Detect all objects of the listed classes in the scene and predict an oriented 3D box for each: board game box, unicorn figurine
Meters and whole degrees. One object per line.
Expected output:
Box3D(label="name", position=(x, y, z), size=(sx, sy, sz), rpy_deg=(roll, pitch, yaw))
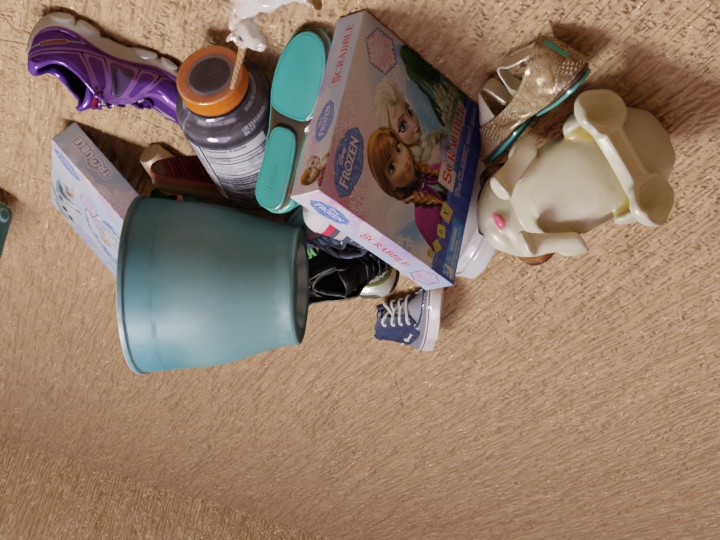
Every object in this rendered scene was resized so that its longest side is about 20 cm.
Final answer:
Box3D(label="board game box", position=(0.035, -0.114, 1.285), size=(0.041, 0.201, 0.199), rpy_deg=(-11, 148, 43))
Box3D(label="board game box", position=(-0.317, -0.065, 1.685), size=(0.200, 0.043, 0.199), rpy_deg=(48, 158, 6))
Box3D(label="unicorn figurine", position=(-0.097, -0.262, 1.203), size=(0.137, 0.074, 0.200), rpy_deg=(9, 144, 38))

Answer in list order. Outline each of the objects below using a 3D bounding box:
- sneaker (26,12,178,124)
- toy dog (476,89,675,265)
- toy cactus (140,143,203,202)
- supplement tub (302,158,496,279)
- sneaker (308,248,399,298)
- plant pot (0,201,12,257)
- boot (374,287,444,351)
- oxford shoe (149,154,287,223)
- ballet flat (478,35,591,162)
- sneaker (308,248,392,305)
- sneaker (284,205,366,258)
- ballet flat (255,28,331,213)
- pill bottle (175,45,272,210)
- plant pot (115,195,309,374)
Box3D(label="sneaker", position=(-0.266, -0.197, 1.421), size=(0.199, 0.084, 0.081), rpy_deg=(22, 156, -20))
Box3D(label="toy dog", position=(0.196, -0.086, 1.300), size=(0.200, 0.194, 0.140), rpy_deg=(-30, 99, 37))
Box3D(label="toy cactus", position=(-0.221, -0.087, 1.659), size=(0.199, 0.103, 0.165), rpy_deg=(5, 147, 43))
Box3D(label="supplement tub", position=(0.049, -0.080, 1.429), size=(0.199, 0.141, 0.140), rpy_deg=(20, 157, -12))
Box3D(label="sneaker", position=(-0.049, -0.021, 1.737), size=(0.199, 0.077, 0.089), rpy_deg=(3, 144, 12))
Box3D(label="plant pot", position=(-0.605, -0.044, 1.858), size=(0.199, 0.197, 0.196), rpy_deg=(-12, 146, 33))
Box3D(label="boot", position=(0.065, 0.065, 1.841), size=(0.090, 0.073, 0.200), rpy_deg=(8, 158, 1))
Box3D(label="oxford shoe", position=(-0.157, -0.084, 1.555), size=(0.199, 0.071, 0.075), rpy_deg=(9, 121, -25))
Box3D(label="ballet flat", position=(0.153, -0.171, 1.279), size=(0.065, 0.071, 0.200), rpy_deg=(43, 151, -2))
Box3D(label="sneaker", position=(-0.001, -0.003, 1.634), size=(0.199, 0.104, 0.060), rpy_deg=(-10, 121, 21))
Box3D(label="sneaker", position=(-0.035, -0.043, 1.570), size=(0.095, 0.079, 0.200), rpy_deg=(39, 180, 5))
Box3D(label="ballet flat", position=(-0.059, -0.156, 1.353), size=(0.067, 0.201, 0.070), rpy_deg=(27, -155, 25))
Box3D(label="pill bottle", position=(-0.132, -0.155, 1.410), size=(0.106, 0.107, 0.200), rpy_deg=(8, 156, 16))
Box3D(label="plant pot", position=(-0.156, 0.017, 1.478), size=(0.187, 0.201, 0.200), rpy_deg=(1, 156, 5))
